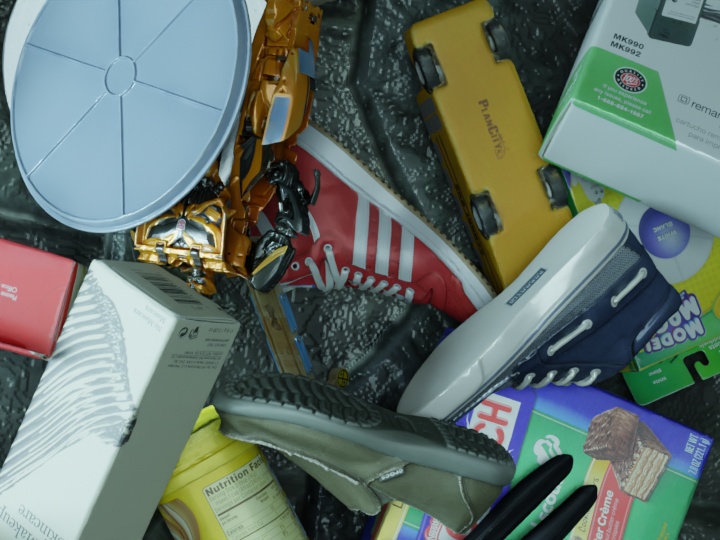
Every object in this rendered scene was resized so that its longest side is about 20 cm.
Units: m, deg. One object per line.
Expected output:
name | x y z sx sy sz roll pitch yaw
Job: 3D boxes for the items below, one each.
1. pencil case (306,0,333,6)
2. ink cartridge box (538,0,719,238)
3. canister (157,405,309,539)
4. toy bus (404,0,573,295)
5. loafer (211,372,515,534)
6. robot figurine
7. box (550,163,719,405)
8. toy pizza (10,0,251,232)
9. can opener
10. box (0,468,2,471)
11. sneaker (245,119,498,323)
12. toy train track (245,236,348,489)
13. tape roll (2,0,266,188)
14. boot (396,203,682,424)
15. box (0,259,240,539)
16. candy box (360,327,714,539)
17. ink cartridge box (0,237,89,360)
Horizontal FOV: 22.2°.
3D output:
pencil case | 0.019 -0.240 1.250 0.198 0.090 0.078 -21 75 -18
ink cartridge box | 0.225 -0.145 1.248 0.145 0.084 0.201 23 62 1
canister | -0.072 0.194 1.228 0.086 0.149 0.201 -28 92 -5
toy bus | 0.092 -0.082 1.280 0.065 0.078 0.202 -22 90 -7
loafer | -0.002 0.120 1.151 0.198 0.075 0.070 18 102 -8
robot figurine | -0.092 -0.080 1.190 0.144 0.058 0.202 6 80 31
box | 0.212 -0.016 1.299 0.116 0.048 0.202 -22 92 -13
toy pizza | -0.146 -0.120 1.180 0.199 0.032 0.202 -10 72 32
can opener | 0.079 0.197 1.202 0.199 0.079 0.064 -34 97 -21
box | -0.299 0.219 1.236 0.198 0.097 0.179 6 90 -4
sneaker | 0.000 0.000 1.276 0.200 0.071 0.113 41 83 4
toy train track | -0.039 0.061 1.254 0.033 0.114 0.202 -46 126 -43
tape roll | -0.146 -0.140 1.271 0.198 0.066 0.203 0 88 -4
boot | 0.122 0.056 1.218 0.200 0.073 0.090 -43 108 0
box | -0.158 0.099 1.131 0.082 0.068 0.202 31 102 30
candy box | 0.121 0.154 1.277 0.198 0.077 0.171 22 84 -3
ink cartridge box | -0.242 0.012 1.192 0.115 0.200 0.068 15 87 -4
